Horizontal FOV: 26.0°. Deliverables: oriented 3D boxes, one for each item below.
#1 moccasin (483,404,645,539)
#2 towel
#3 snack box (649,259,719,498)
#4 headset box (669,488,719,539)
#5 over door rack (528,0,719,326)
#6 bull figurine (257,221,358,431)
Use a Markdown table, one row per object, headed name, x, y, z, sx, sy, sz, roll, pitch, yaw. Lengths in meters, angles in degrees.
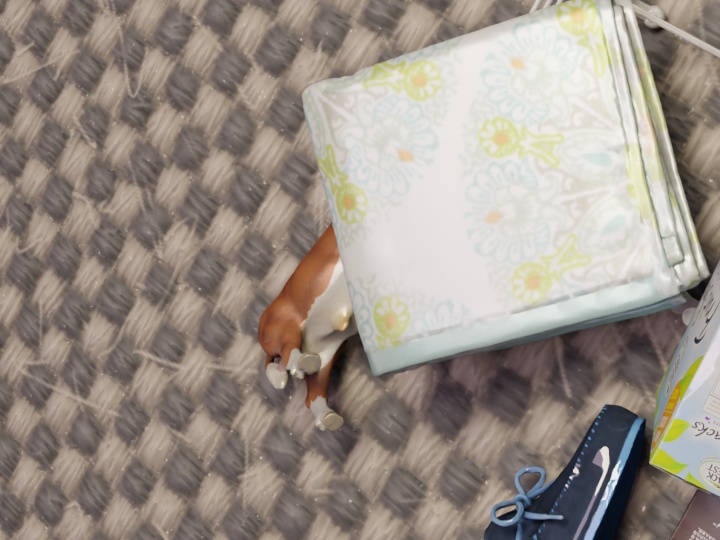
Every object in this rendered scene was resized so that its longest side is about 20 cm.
| name | x | y | z | sx | sy | sz | roll | pitch | yaw |
| --- | --- | --- | --- | --- | --- | --- | --- | --- | --- |
| moccasin | 0.097 | 0.163 | 0.888 | 0.068 | 0.080 | 0.202 | 27 | 100 | 21 |
| towel | 0.077 | -0.045 | 0.861 | 0.198 | 0.048 | 0.173 | -15 | 84 | 18 |
| snack box | 0.210 | 0.002 | 0.753 | 0.067 | 0.169 | 0.202 | 24 | 99 | 8 |
| headset box | 0.180 | 0.208 | 0.789 | 0.075 | 0.148 | 0.201 | 34 | 103 | 31 |
| over door rack | 0.153 | -0.074 | 0.893 | 0.199 | 0.066 | 0.149 | 32 | 104 | 18 |
| bull figurine | 0.000 | 0.000 | 0.971 | 0.201 | 0.065 | 0.122 | -57 | 24 | 25 |
